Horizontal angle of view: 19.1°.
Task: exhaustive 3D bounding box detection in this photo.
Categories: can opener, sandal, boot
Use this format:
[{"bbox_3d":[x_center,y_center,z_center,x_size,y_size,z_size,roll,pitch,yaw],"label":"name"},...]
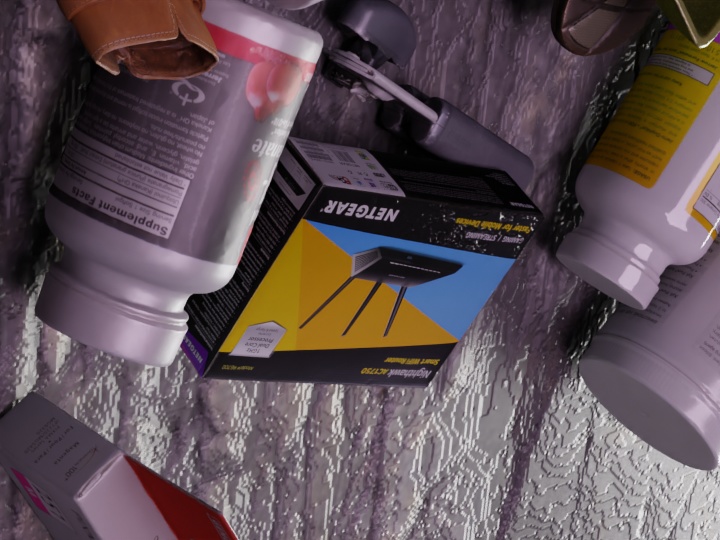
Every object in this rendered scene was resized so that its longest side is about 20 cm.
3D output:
[{"bbox_3d":[0.048,-0.108,1.327,0.200,0.053,0.067,28,91,-50],"label":"can opener"},{"bbox_3d":[0.164,-0.230,1.386,0.082,0.054,0.201,28,75,-44],"label":"sandal"},{"bbox_3d":[-0.149,-0.170,1.022,0.200,0.074,0.155,-1,69,-47],"label":"boot"}]

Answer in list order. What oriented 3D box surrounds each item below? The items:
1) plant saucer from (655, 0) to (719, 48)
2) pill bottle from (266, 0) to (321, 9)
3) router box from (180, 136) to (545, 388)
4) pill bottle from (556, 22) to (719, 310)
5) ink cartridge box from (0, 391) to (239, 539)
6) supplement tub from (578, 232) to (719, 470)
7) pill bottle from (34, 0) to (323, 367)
[{"bbox_3d":[0.208,-0.276,1.354,0.200,0.048,0.200,-49,122,-30],"label":"plant saucer"},{"bbox_3d":[0.024,-0.219,1.145,0.200,0.116,0.116,-31,129,-31],"label":"pill bottle"},{"bbox_3d":[0.000,0.000,1.303,0.200,0.051,0.149,5,127,-45],"label":"router box"},{"bbox_3d":[0.217,-0.076,1.475,0.200,0.104,0.104,-58,138,-5],"label":"pill bottle"},{"bbox_3d":[-0.112,0.175,1.221,0.044,0.173,0.200,-44,135,-20],"label":"ink cartridge box"},{"bbox_3d":[0.267,0.031,1.561,0.200,0.132,0.132,-49,137,-13],"label":"supplement tub"},{"bbox_3d":[-0.105,-0.055,1.157,0.111,0.111,0.201,15,99,-48],"label":"pill bottle"}]
